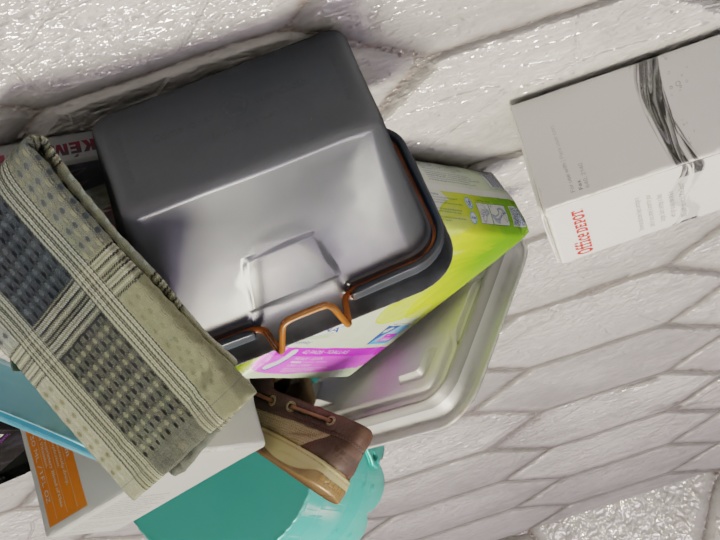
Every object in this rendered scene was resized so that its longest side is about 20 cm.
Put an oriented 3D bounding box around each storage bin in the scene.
[{"bbox_3d":[-0.058,-0.039,1.394,0.199,0.146,0.135,-21,142,-2],"label":"storage bin"}]

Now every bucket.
[{"bbox_3d":[-0.094,0.154,1.965,0.206,0.209,0.135,-21,165,14],"label":"bucket"}]

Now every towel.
[{"bbox_3d":[-0.154,0.030,1.398,0.035,0.200,0.192,-40,180,-34],"label":"towel"}]

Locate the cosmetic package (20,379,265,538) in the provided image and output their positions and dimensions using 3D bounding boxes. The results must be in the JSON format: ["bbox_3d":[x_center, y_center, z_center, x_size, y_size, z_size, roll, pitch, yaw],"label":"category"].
[{"bbox_3d":[-0.166,0.119,1.789,0.071,0.102,0.200,-2,158,-43],"label":"cosmetic package"}]

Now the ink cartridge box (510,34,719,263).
[{"bbox_3d":[0.213,-0.088,1.652,0.198,0.087,0.146,-17,165,5],"label":"ink cartridge box"}]

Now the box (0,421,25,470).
[{"bbox_3d":[-0.361,0.138,1.871,0.199,0.036,0.143,0,155,-37],"label":"box"}]

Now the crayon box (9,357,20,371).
[{"bbox_3d":[-0.129,0.017,1.573,0.126,0.051,0.200,-5,-171,24],"label":"crayon box"}]

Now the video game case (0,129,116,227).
[{"bbox_3d":[-0.181,-0.041,1.501,0.181,0.023,0.200,-12,164,-20],"label":"video game case"}]

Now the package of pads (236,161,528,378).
[{"bbox_3d":[0.000,0.000,1.708,0.200,0.069,0.154,-40,157,26],"label":"package of pads"}]

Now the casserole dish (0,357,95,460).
[{"bbox_3d":[-0.237,0.093,1.715,0.199,0.039,0.121,20,171,25],"label":"casserole dish"}]

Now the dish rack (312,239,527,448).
[{"bbox_3d":[0.032,0.050,1.821,0.043,0.173,0.199,37,148,-24],"label":"dish rack"}]

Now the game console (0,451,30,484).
[{"bbox_3d":[-0.323,0.143,2.000,0.199,0.031,0.177,-24,158,21],"label":"game console"}]

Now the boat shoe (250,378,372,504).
[{"bbox_3d":[-0.061,0.102,1.791,0.072,0.200,0.072,38,84,-39],"label":"boat shoe"}]
